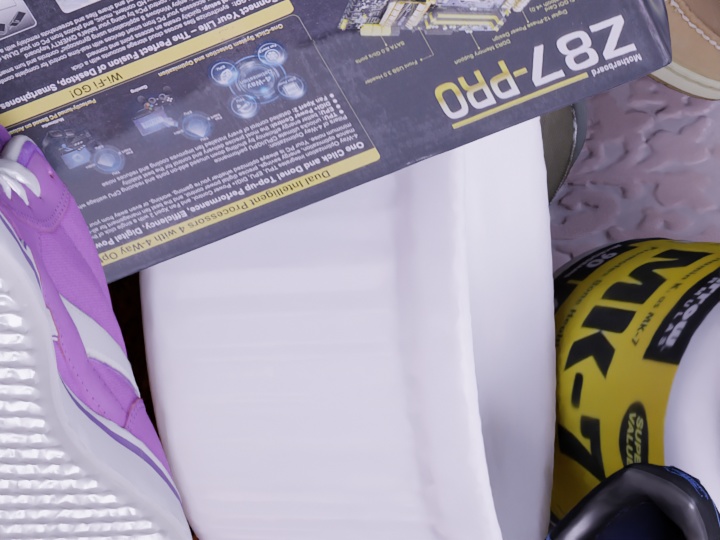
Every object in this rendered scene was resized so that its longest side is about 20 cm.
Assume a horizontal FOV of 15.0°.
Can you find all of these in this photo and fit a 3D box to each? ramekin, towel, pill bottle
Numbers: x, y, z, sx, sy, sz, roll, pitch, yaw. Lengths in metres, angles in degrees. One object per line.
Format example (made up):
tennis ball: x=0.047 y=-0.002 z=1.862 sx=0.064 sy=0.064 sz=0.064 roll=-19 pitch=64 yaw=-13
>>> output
ramekin: x=0.000 y=0.000 z=0.836 sx=0.200 sy=0.097 sz=0.201 roll=-3 pitch=90 yaw=-80
towel: x=0.085 y=-0.016 z=1.085 sx=0.191 sy=0.199 sz=0.032 roll=-93 pitch=178 yaw=-46
pill bottle: x=0.132 y=0.049 z=0.897 sx=0.115 sy=0.114 sz=0.200 roll=66 pitch=-18 yaw=-11

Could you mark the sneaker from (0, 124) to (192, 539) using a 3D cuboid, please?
sneaker: x=-0.103 y=-0.003 z=0.623 sx=0.201 sy=0.072 sz=0.115 roll=66 pitch=6 yaw=-57

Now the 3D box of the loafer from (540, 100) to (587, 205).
loafer: x=0.041 y=-0.088 z=0.964 sx=0.070 sy=0.075 sz=0.200 roll=-77 pitch=155 yaw=-43

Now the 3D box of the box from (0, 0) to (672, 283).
box: x=-0.042 y=-0.087 z=0.686 sx=0.161 sy=0.199 sz=0.049 roll=59 pitch=18 yaw=-31

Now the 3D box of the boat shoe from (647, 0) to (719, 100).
boat shoe: x=0.098 y=-0.139 z=1.055 sx=0.200 sy=0.066 sz=0.074 roll=37 pitch=26 yaw=-35

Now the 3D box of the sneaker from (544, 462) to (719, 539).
sneaker: x=0.047 y=0.145 z=0.777 sx=0.201 sy=0.070 sz=0.078 roll=-65 pitch=163 yaw=-14

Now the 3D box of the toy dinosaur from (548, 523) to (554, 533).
toy dinosaur: x=0.049 y=0.104 z=1.013 sx=0.200 sy=0.047 sz=0.088 roll=34 pitch=70 yaw=-41
